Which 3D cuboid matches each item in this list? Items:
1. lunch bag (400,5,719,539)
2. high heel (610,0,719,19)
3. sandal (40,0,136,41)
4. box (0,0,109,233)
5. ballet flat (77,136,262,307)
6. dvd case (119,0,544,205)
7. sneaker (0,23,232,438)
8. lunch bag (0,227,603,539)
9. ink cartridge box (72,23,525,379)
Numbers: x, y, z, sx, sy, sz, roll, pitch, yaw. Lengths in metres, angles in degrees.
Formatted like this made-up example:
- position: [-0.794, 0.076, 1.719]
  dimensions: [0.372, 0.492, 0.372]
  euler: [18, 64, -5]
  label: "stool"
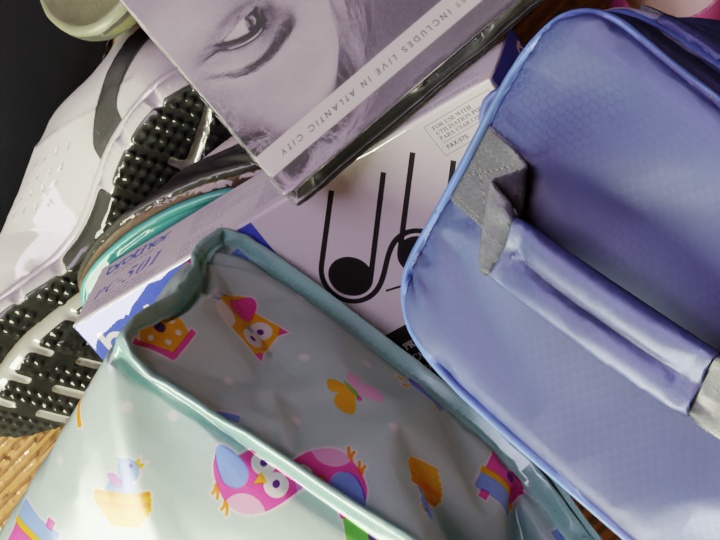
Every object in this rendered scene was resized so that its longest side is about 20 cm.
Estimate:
- position: [0.111, 0.005, 0.806]
  dimensions: [0.200, 0.132, 0.136]
  euler: [39, 114, 29]
  label: "lunch bag"
- position: [0.109, -0.138, 0.918]
  dimensions: [0.067, 0.096, 0.200]
  euler: [26, 99, 37]
  label: "high heel"
- position: [-0.110, -0.193, 1.058]
  dimensions: [0.080, 0.057, 0.202]
  euler: [14, 104, 41]
  label: "sandal"
- position: [-0.225, -0.077, 1.182]
  dimensions: [0.200, 0.104, 0.183]
  euler: [20, 95, 39]
  label: "box"
- position: [-0.019, -0.031, 1.032]
  dimensions: [0.200, 0.068, 0.068]
  euler: [-23, 27, 25]
  label: "ballet flat"
- position: [-0.022, -0.135, 0.969]
  dimensions: [0.149, 0.016, 0.200]
  euler: [-40, 58, -1]
  label: "dvd case"
- position: [-0.115, -0.016, 1.114]
  dimensions: [0.200, 0.074, 0.080]
  euler: [-52, 41, 16]
  label: "sneaker"
- position: [-0.022, 0.112, 0.953]
  dimensions: [0.200, 0.122, 0.171]
  euler: [33, 120, 0]
  label: "lunch bag"
- position: [0.000, 0.000, 0.980]
  dimensions: [0.200, 0.094, 0.044]
  euler: [-29, 22, 28]
  label: "ink cartridge box"
